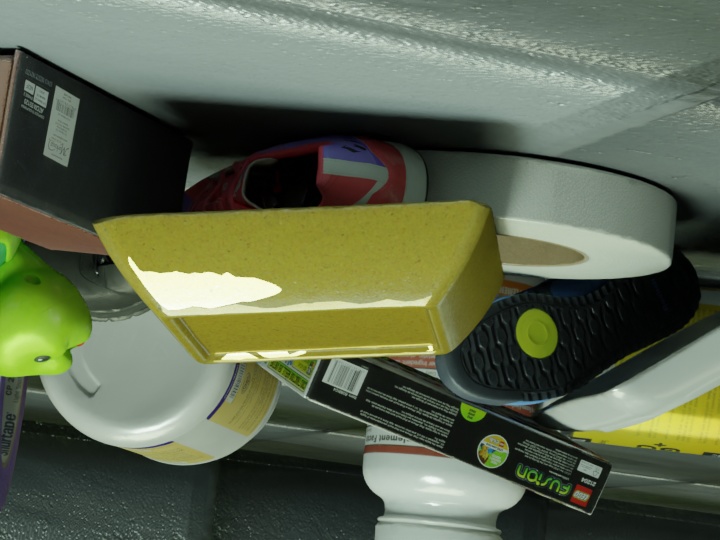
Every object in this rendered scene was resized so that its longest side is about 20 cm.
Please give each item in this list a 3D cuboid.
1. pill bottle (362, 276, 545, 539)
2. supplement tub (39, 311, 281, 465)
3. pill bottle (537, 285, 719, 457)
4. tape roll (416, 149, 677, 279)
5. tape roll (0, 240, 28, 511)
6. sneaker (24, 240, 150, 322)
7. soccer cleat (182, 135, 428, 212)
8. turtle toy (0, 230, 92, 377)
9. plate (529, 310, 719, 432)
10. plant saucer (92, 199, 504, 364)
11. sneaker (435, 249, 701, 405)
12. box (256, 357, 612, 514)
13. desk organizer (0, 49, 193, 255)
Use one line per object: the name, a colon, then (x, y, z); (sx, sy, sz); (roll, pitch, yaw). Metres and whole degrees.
pill bottle: (0.061, 0.095, 1.774); (0.112, 0.201, 0.112); (6, 172, 1)
supplement tub: (-0.137, 0.063, 1.899); (0.145, 0.146, 0.200); (5, 172, 12)
pill bottle: (0.221, 0.066, 1.757); (0.199, 0.112, 0.112); (7, 172, 1)
tape roll: (0.076, -0.029, 1.484); (0.202, 0.037, 0.203); (6, 172, 1)
tape roll: (-0.274, 0.062, 1.802); (0.085, 0.201, 0.200); (7, 172, -2)
sneaker: (-0.123, -0.014, 1.670); (0.199, 0.076, 0.091); (-2, 161, 10)
soccer cleat: (-0.053, -0.039, 1.423); (0.073, 0.068, 0.200); (15, 164, -40)
turtle toy: (-0.240, -0.012, 1.499); (0.199, 0.101, 0.146); (25, 169, -5)
plate: (0.208, 0.044, 1.537); (0.200, 0.032, 0.200); (-27, 178, -12)
plant saucer: (-0.026, 0.012, 1.390); (0.199, 0.049, 0.200); (-2, 168, 5)
sneaker: (0.114, 0.039, 1.602); (0.200, 0.066, 0.078); (-21, -178, -36)
box: (0.042, 0.084, 1.588); (0.199, 0.035, 0.110); (23, -178, -21)
desk organizer: (-0.167, -0.057, 1.368); (0.077, 0.072, 0.200); (6, 172, 22)
